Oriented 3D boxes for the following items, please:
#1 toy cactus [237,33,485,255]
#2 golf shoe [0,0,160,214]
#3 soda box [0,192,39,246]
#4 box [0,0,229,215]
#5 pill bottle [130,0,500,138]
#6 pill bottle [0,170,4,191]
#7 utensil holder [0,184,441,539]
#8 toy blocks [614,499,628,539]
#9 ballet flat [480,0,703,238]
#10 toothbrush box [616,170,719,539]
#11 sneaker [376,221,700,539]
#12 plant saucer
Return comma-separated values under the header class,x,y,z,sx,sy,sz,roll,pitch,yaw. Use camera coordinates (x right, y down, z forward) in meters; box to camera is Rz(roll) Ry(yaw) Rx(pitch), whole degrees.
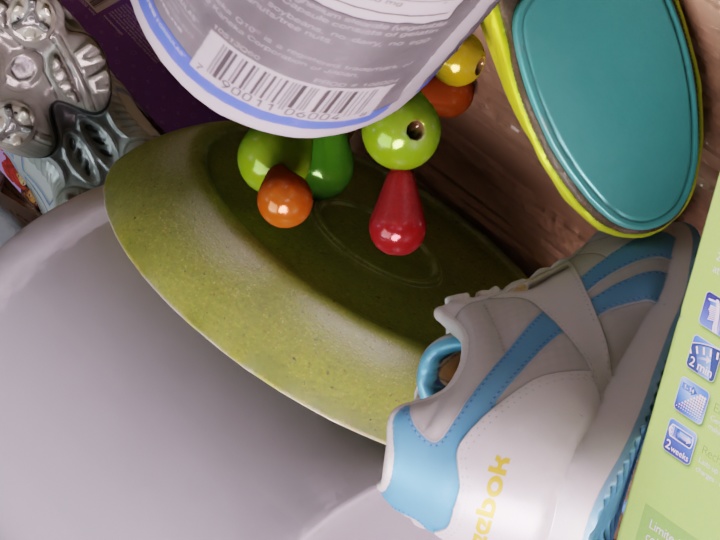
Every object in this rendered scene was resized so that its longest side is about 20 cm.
class,x,y,z,sx,sy,sz,roll,pitch,yaw
toy cactus,-0.003,-0.102,0.962,0.200,0.102,0.166,-105,13,-67
golf shoe,-0.109,-0.042,1.156,0.201,0.078,0.097,62,179,-17
soda box,-0.160,0.011,1.237,0.068,0.064,0.200,46,179,10
box,-0.082,-0.026,1.215,0.200,0.039,0.137,46,148,17
pill bottle,0.007,-0.126,0.794,0.114,0.114,0.200,54,153,5
pill bottle,-0.247,-0.021,1.385,0.113,0.113,0.200,48,149,14
utensil holder,-0.049,0.083,1.035,0.200,0.169,0.171,41,148,41
toy blocks,0.148,0.115,0.954,0.200,0.100,0.137,-48,57,36
ballet flat,0.061,-0.108,0.922,0.201,0.067,0.067,66,170,-11
toothbrush box,0.174,0.030,0.799,0.145,0.086,0.201,32,124,35
sneaker,0.065,0.028,0.915,0.080,0.200,0.077,18,117,8
plant saucer,0.000,0.000,1.007,0.200,0.200,0.031,42,113,24
